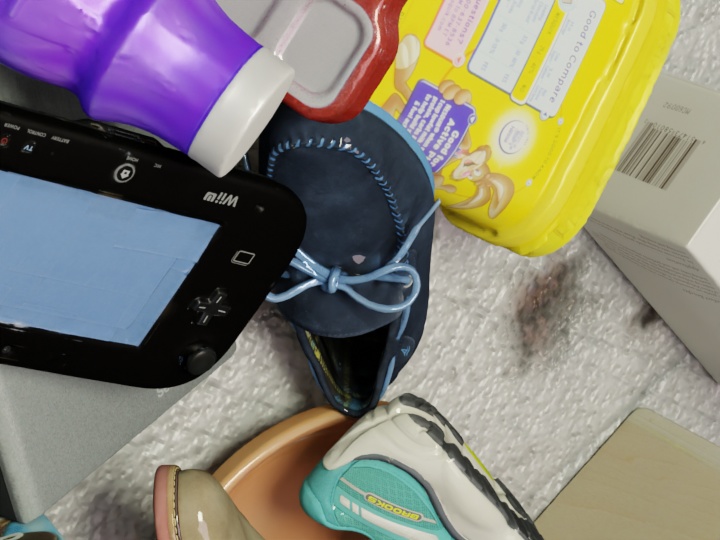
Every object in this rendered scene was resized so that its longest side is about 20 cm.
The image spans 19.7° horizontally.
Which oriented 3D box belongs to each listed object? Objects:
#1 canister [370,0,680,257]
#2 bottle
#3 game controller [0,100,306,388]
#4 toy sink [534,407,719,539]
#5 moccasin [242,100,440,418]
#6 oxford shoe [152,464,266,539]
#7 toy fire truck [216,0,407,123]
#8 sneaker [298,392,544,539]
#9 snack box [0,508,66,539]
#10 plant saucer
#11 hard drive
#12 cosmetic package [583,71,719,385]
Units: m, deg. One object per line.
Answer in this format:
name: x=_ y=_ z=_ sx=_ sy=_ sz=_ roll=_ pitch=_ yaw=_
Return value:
canister: x=0.029 y=-0.108 z=0.898 sx=0.199 sy=0.086 sz=0.149 roll=25 pitch=92 yaw=-39
bottle: x=-0.116 y=-0.109 z=0.727 sx=0.200 sy=0.084 sz=0.065 roll=36 pitch=109 yaw=1
game controller: x=-0.111 y=-0.008 z=0.757 sx=0.199 sy=0.042 sz=0.104 roll=13 pitch=130 yaw=-44
toy sink: x=0.195 y=0.193 z=1.112 sx=0.112 sy=0.130 sz=0.200 roll=-46 pitch=129 yaw=-12
moccasin: x=0.000 y=0.000 z=0.877 sx=0.200 sy=0.080 sz=0.069 roll=67 pitch=31 yaw=-57
oxford shoe: x=-0.028 y=0.144 z=0.903 sx=0.074 sy=0.071 sz=0.200 roll=-16 pitch=136 yaw=14
toy fire truck: x=-0.046 y=-0.171 z=0.762 sx=0.168 sy=0.200 sz=0.112 roll=-57 pitch=170 yaw=9
sneaker: x=0.043 y=0.135 z=0.980 sx=0.079 sy=0.078 sz=0.200 roll=-36 pitch=125 yaw=6
snack box: x=-0.203 y=0.148 z=0.789 sx=0.199 sy=0.116 sz=0.037 roll=-19 pitch=112 yaw=-21
plant saucer: x=-0.022 y=0.153 z=0.995 sx=0.199 sy=0.037 sz=0.201 roll=-14 pitch=116 yaw=-31
hard drive: x=-0.121 y=-0.019 z=0.830 sx=0.139 sy=0.033 sz=0.201 roll=-40 pitch=130 yaw=-41
cosmetic package: x=0.196 y=-0.003 z=1.050 sx=0.085 sy=0.107 sz=0.200 roll=-53 pitch=131 yaw=-8
